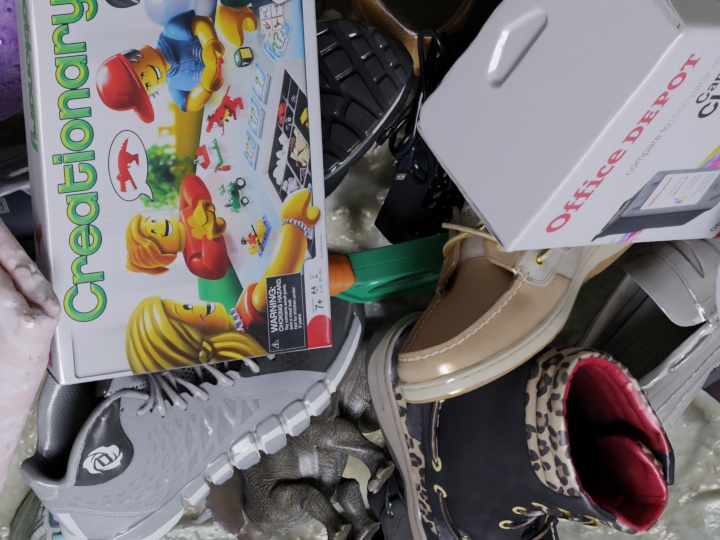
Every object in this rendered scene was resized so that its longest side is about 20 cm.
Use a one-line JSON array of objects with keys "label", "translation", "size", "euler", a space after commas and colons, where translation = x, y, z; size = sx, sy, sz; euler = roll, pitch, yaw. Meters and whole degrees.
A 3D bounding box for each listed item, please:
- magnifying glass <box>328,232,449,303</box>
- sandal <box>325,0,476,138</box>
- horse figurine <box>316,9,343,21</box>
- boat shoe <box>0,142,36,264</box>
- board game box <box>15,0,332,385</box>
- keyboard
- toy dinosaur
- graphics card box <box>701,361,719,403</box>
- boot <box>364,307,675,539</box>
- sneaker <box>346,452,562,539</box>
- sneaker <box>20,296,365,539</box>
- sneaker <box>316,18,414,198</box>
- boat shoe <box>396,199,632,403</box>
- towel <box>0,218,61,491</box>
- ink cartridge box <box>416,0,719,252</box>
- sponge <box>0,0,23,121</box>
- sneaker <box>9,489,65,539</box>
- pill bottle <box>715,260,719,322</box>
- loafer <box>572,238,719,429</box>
[{"label": "magnifying glass", "translation": [0.000, 0.000, 1.207], "size": [0.080, 0.022, 0.200], "euler": [-21, 173, 35]}, {"label": "sandal", "translation": [0.029, -0.138, 1.144], "size": [0.080, 0.054, 0.200], "euler": [3, 131, -9]}, {"label": "horse figurine", "translation": [-0.089, -0.161, 1.111], "size": [0.200, 0.050, 0.133], "euler": [12, 133, -18]}, {"label": "boat shoe", "translation": [-0.143, -0.030, 1.211], "size": [0.200, 0.065, 0.074], "euler": [-18, 130, 9]}, {"label": "board game box", "translation": [-0.081, -0.057, 1.066], "size": [0.126, 0.035, 0.200], "euler": [-8, 106, -18]}, {"label": "keyboard", "translation": [0.061, -0.070, 1.177], "size": [0.104, 0.040, 0.200], "euler": [-12, 146, -29]}, {"label": "toy dinosaur", "translation": [-0.024, 0.087, 1.315], "size": [0.102, 0.077, 0.200], "euler": [35, 112, 19]}, {"label": "graphics card box", "translation": [0.272, 0.051, 1.340], "size": [0.125, 0.051, 0.200], "euler": [-37, 124, 24]}, {"label": "boot", "translation": [0.091, 0.113, 1.241], "size": [0.073, 0.151, 0.200], "euler": [-31, 110, -32]}, {"label": "sneaker", "translation": [0.056, 0.121, 1.365], "size": [0.091, 0.076, 0.200], "euler": [25, 122, -17]}, {"label": "sneaker", "translation": [-0.088, 0.054, 1.235], "size": [0.200, 0.075, 0.116], "euler": [-45, 141, -8]}, {"label": "sneaker", "translation": [-0.049, -0.045, 1.167], "size": [0.200, 0.076, 0.088], "euler": [-39, 162, 18]}, {"label": "boat shoe", "translation": [0.071, -0.010, 1.189], "size": [0.074, 0.200, 0.069], "euler": [-11, 114, 41]}, {"label": "towel", "translation": [-0.211, -0.001, 1.126], "size": [0.032, 0.191, 0.200], "euler": [-31, 164, -28]}, {"label": "ink cartridge box", "translation": [0.147, -0.087, 1.127], "size": [0.200, 0.086, 0.148], "euler": [-7, 143, -46]}, {"label": "sponge", "translation": [-0.189, -0.115, 1.118], "size": [0.112, 0.030, 0.200], "euler": [32, 139, -29]}, {"label": "sneaker", "translation": [-0.139, 0.128, 1.335], "size": [0.078, 0.086, 0.200], "euler": [10, 129, -14]}, {"label": "pill bottle", "translation": [0.267, -0.008, 1.185], "size": [0.200, 0.114, 0.114], "euler": [-22, 145, -42]}, {"label": "loafer", "translation": [0.168, 0.010, 1.256], "size": [0.070, 0.070, 0.200], "euler": [15, 113, -50]}]
